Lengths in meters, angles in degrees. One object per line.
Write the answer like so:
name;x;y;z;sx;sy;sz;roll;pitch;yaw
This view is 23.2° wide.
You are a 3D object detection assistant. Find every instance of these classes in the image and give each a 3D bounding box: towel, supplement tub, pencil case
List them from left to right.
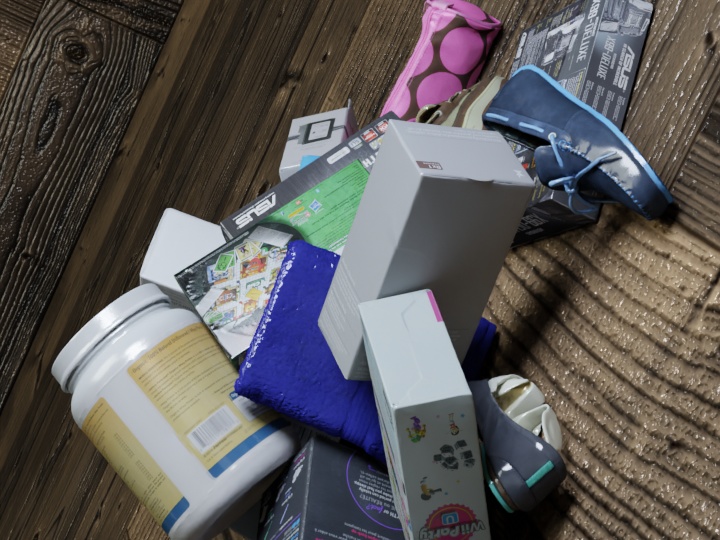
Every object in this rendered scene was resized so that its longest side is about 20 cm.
supplement tub;-0.163;0.127;1.544;0.144;0.200;0.145;-40;-10;-8
towel;0.004;0.077;1.502;0.050;0.198;0.149;140;153;-75
pencil case;0.063;-0.183;1.793;0.091;0.093;0.202;42;111;51

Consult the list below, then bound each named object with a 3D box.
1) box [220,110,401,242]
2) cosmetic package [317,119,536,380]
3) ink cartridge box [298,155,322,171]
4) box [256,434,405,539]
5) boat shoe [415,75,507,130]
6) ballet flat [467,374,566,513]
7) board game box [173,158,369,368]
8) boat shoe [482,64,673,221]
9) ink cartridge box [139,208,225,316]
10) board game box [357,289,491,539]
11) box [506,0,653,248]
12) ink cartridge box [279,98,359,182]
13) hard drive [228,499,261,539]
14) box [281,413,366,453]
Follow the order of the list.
box;-0.004;-0.033;1.600;0.199;0.049;0.159;-33;59;-11
cosmetic package;0.049;-0.012;1.389;0.090;0.106;0.202;59;136;50
ink cartridge box;0.000;0.000;1.658;0.084;0.143;0.202;76;-158;-58
box;-0.020;0.262;1.474;0.106;0.121;0.202;-51;24;42
boat shoe;0.088;-0.137;1.605;0.202;0.074;0.076;-56;-21;-66
ballet flat;0.119;0.123;1.354;0.074;0.072;0.200;-63;13;12
board game box;-0.055;-0.008;1.552;0.105;0.199;0.024;52;169;30
boat shoe;0.167;-0.085;1.368;0.069;0.084;0.200;-41;38;-2
ink cartridge box;-0.147;0.033;1.797;0.200;0.144;0.085;104;-174;-66
board game box;0.052;0.140;1.335;0.148;0.063;0.202;-106;6;-59
box;0.169;-0.130;1.508;0.157;0.049;0.202;-20;50;65
ink cartridge box;-0.034;-0.096;1.866;0.200;0.067;0.117;-81;-21;-67
hard drive;-0.141;0.222;1.712;0.043;0.199;0.135;-60;8;-7
box;-0.085;0.161;1.727;0.105;0.147;0.200;-68;19;-4
